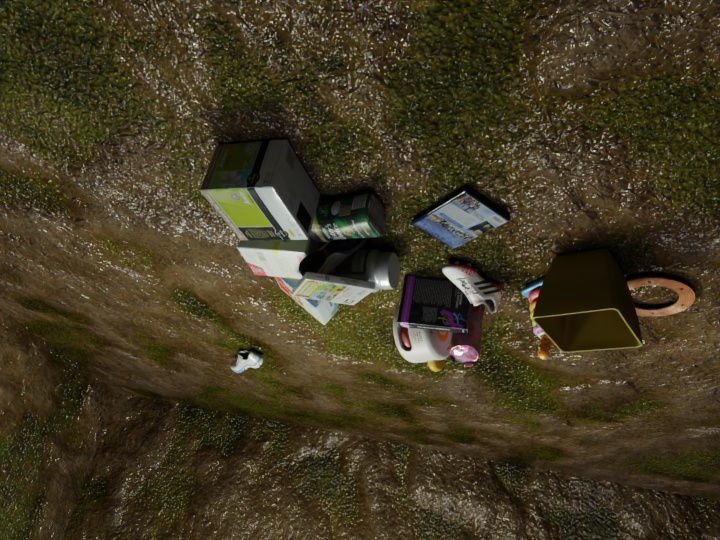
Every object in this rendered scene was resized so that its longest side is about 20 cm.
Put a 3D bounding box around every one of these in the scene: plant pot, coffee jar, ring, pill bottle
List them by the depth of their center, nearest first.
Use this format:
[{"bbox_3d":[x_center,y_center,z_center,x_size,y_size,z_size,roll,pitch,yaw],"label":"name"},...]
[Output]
[{"bbox_3d":[0.543,0.066,1.467,0.196,0.180,0.199,-10,145,38],"label":"plant pot"},{"bbox_3d":[-0.043,-0.124,1.480,0.195,0.087,0.104,-4,150,30],"label":"coffee jar"},{"bbox_3d":[0.731,0.063,1.549,0.195,0.020,0.202,10,152,5],"label":"ring"},{"bbox_3d":[0.000,0.000,1.657,0.195,0.116,0.114,1,150,23],"label":"pill bottle"}]

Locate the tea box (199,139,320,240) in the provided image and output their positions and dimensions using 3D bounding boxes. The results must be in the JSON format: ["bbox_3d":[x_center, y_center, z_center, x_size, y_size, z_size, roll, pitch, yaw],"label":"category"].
[{"bbox_3d":[-0.224,-0.178,1.410,0.191,0.137,0.201,0,150,21],"label":"tea box"}]

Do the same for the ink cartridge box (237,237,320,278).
[{"bbox_3d":[-0.212,-0.050,1.674,0.194,0.085,0.146,6,151,15],"label":"ink cartridge box"}]

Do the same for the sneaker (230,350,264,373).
[{"bbox_3d":[-0.500,0.376,2.624,0.197,0.076,0.086,-22,129,38],"label":"sneaker"}]

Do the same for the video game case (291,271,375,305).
[{"bbox_3d":[-0.075,0.049,1.597,0.177,0.024,0.200,9,164,-15],"label":"video game case"}]

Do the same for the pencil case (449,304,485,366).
[{"bbox_3d":[0.303,0.166,1.732,0.085,0.203,0.089,9,136,9],"label":"pencil case"}]

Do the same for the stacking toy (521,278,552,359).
[{"bbox_3d":[0.483,0.135,1.593,0.108,0.205,0.116,24,150,-21],"label":"stacking toy"}]

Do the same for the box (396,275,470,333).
[{"bbox_3d":[0.208,0.093,1.702,0.194,0.146,0.036,4,154,17],"label":"box"}]

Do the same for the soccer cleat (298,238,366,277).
[{"bbox_3d":[-0.069,-0.041,1.587,0.198,0.069,0.073,-35,160,-4],"label":"soccer cleat"}]

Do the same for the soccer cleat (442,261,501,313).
[{"bbox_3d":[0.298,0.046,1.637,0.197,0.087,0.068,28,149,-26],"label":"soccer cleat"}]

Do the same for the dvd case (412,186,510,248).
[{"bbox_3d":[0.231,-0.120,1.439,0.141,0.018,0.199,28,150,-23],"label":"dvd case"}]

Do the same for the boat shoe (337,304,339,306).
[{"bbox_3d":[-0.070,0.061,1.852,0.070,0.078,0.200,13,162,-9],"label":"boat shoe"}]

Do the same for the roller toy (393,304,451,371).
[{"bbox_3d":[0.193,0.174,1.806,0.137,0.204,0.182,-12,138,37],"label":"roller toy"}]

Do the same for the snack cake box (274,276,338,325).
[{"bbox_3d":[-0.162,0.055,1.782,0.199,0.067,0.116,37,164,26],"label":"snack cake box"}]
